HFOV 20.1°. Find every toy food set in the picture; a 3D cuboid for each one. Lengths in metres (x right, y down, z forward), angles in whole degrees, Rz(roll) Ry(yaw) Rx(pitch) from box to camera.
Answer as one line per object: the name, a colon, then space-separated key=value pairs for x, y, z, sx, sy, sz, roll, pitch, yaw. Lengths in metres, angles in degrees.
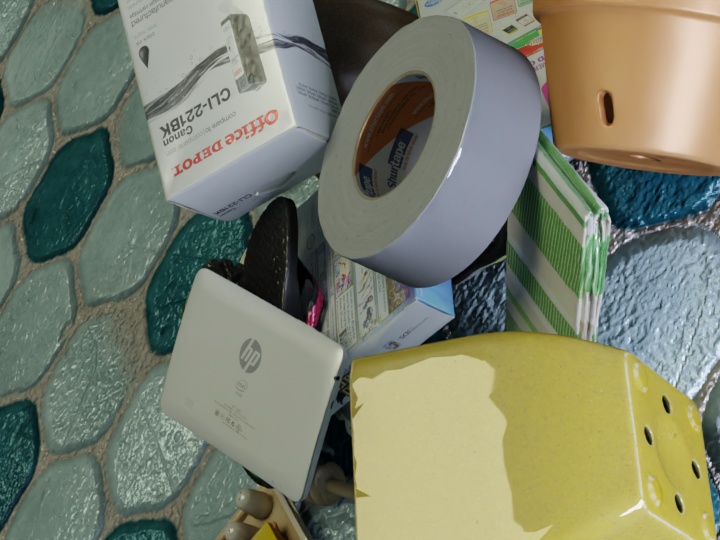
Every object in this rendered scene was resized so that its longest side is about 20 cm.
toy food set: x=-0.121 y=0.267 z=1.747 sx=0.200 sy=0.060 sz=0.144 roll=-53 pitch=35 yaw=12

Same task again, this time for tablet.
tablet: x=-0.090 y=0.089 z=1.638 sx=0.200 sy=0.014 sz=0.131 roll=27 pitch=105 yaw=45

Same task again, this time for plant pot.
plant pot: x=0.218 y=-0.149 z=1.509 sx=0.200 sy=0.199 sz=0.141 roll=7 pitch=87 yaw=53
plant pot: x=-0.026 y=-0.176 z=1.816 sx=0.186 sy=0.199 sz=0.188 roll=-30 pitch=45 yaw=36
plant pot: x=0.130 y=0.152 z=1.395 sx=0.199 sy=0.195 sz=0.195 roll=-19 pitch=57 yaw=28

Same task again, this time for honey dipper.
honey dipper: x=0.006 y=0.183 z=1.664 sx=0.199 sy=0.038 sz=0.038 roll=7 pitch=72 yaw=53

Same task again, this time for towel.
towel: x=0.145 y=0.005 z=1.521 sx=0.153 sy=0.023 sz=0.201 roll=-122 pitch=25 yaw=-53

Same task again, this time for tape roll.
tape roll: x=0.050 y=-0.091 z=1.549 sx=0.200 sy=0.066 sz=0.201 roll=-37 pitch=41 yaw=41

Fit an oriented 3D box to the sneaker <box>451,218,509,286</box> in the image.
sneaker: x=0.107 y=-0.035 z=1.679 sx=0.200 sy=0.082 sz=0.072 roll=-12 pitch=100 yaw=64

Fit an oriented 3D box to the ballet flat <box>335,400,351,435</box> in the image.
ballet flat: x=0.001 y=0.106 z=1.717 sx=0.200 sy=0.067 sz=0.064 roll=45 pitch=130 yaw=55

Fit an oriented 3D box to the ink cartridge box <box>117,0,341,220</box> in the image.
ink cartridge box: x=-0.105 y=-0.163 z=1.682 sx=0.144 sy=0.084 sz=0.201 roll=-27 pitch=67 yaw=27

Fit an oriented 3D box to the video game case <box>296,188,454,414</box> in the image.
video game case: x=0.000 y=0.000 z=1.676 sx=0.181 sy=0.045 sz=0.201 roll=-42 pitch=38 yaw=38

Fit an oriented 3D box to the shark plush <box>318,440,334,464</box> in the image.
shark plush: x=-0.083 y=0.101 z=1.763 sx=0.084 sy=0.090 sz=0.200 roll=-66 pitch=26 yaw=22

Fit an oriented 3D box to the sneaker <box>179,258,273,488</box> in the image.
sneaker: x=-0.098 y=0.094 z=1.725 sx=0.085 sy=0.078 sz=0.201 roll=-53 pitch=49 yaw=50

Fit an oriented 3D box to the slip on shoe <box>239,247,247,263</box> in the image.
slip on shoe: x=-0.110 y=0.044 z=1.898 sx=0.201 sy=0.074 sz=0.061 roll=-60 pitch=-1 yaw=12

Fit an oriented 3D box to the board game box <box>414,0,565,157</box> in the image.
board game box: x=0.132 y=-0.172 z=1.699 sx=0.152 sy=0.040 sz=0.201 roll=-18 pitch=48 yaw=13

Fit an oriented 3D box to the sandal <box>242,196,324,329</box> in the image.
sandal: x=-0.058 y=0.039 z=1.665 sx=0.075 sy=0.045 sz=0.201 roll=-30 pitch=59 yaw=53
